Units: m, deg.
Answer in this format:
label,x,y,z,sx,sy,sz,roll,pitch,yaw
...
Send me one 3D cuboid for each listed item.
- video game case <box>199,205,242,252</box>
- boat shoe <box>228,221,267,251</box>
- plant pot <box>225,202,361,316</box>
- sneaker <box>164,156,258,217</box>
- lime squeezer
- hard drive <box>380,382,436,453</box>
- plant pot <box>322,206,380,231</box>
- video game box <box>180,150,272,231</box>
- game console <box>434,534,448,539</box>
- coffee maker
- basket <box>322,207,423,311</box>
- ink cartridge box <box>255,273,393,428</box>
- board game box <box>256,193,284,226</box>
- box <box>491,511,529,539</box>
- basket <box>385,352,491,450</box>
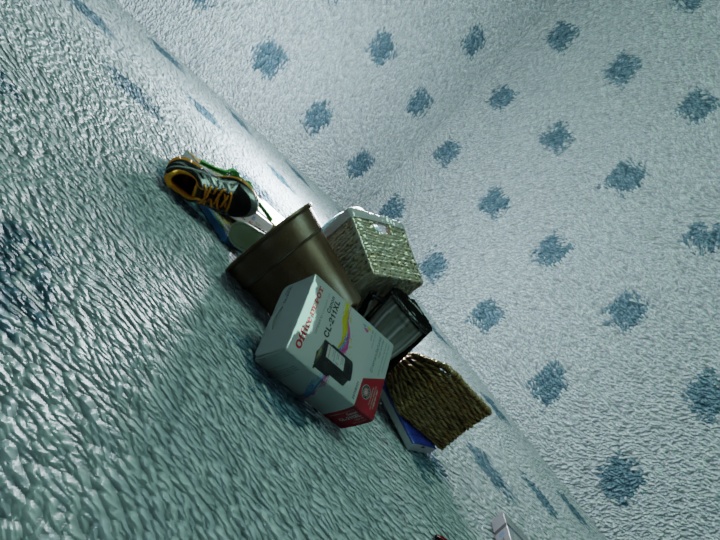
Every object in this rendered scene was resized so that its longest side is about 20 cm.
label,x,y,z,sx,sy,sz,roll,pitch,yaw
video game case,-0.268,-0.081,1.338,0.144,0.018,0.199,53,9,29
boat shoe,-0.177,-0.031,1.238,0.196,0.076,0.066,30,6,1
plant pot,-0.110,0.018,1.110,0.200,0.198,0.200,52,7,-4
sneaker,-0.295,-0.153,1.193,0.195,0.080,0.078,21,21,-7
lime squeezer,-0.267,-0.190,1.350,0.199,0.038,0.071,41,4,-21
hard drive,0.084,0.290,1.301,0.131,0.025,0.203,36,20,-56
plant pot,-0.036,-0.110,2.113,0.197,0.200,0.196,46,7,1
video game box,-0.307,-0.172,1.378,0.200,0.047,0.182,44,2,42
game console,0.206,0.519,0.933,0.199,0.117,0.176,41,40,-32
coffee maker,0.043,0.148,1.218,0.136,0.200,0.191,51,9,27
basket,0.000,0.000,1.290,0.195,0.199,0.164,10,47,-49
ink cartridge box,-0.052,0.130,0.966,0.200,0.082,0.148,43,47,-27
board game box,-0.226,-0.109,1.573,0.199,0.057,0.166,42,7,-33
box,0.335,0.592,1.206,0.156,0.041,0.200,47,8,0
basket,0.161,0.251,1.291,0.200,0.148,0.144,44,14,-33
